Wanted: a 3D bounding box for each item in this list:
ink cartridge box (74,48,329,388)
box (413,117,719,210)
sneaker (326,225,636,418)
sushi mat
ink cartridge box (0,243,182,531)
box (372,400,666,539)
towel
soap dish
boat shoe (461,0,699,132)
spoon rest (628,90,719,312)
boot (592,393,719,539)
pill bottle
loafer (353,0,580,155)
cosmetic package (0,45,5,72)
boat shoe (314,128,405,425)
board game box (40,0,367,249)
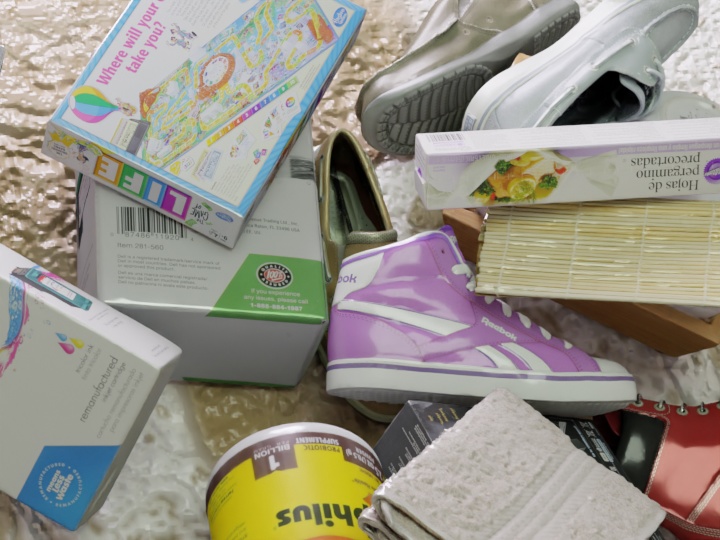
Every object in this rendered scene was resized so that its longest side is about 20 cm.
[{"bbox_3d":[-0.105,-0.035,1.746,0.146,0.084,0.200,5,54,-14],"label":"ink cartridge box"},{"bbox_3d":[0.133,-0.066,1.710,0.199,0.039,0.041,-4,24,-9],"label":"box"},{"bbox_3d":[0.080,0.030,1.708,0.200,0.073,0.115,9,75,-17],"label":"sneaker"},{"bbox_3d":[0.171,-0.014,1.691,0.199,0.012,0.096,3,46,6],"label":"sushi mat"},{"bbox_3d":[-0.221,0.051,1.627,0.200,0.116,0.067,29,12,4],"label":"ink cartridge box"},{"bbox_3d":[0.116,0.169,1.639,0.157,0.050,0.200,8,39,-40],"label":"box"},{"bbox_3d":[0.090,0.139,1.571,0.132,0.035,0.200,39,30,9],"label":"towel"},{"bbox_3d":[0.165,-0.041,1.835,0.200,0.081,0.158,25,53,1],"label":"soap dish"},{"bbox_3d":[0.158,-0.120,1.786,0.201,0.070,0.071,-34,54,-25],"label":"boat shoe"},{"bbox_3d":[0.214,-0.044,1.776,0.099,0.061,0.200,10,42,-12],"label":"spoon rest"},{"bbox_3d":[0.232,0.089,1.777,0.144,0.072,0.200,29,57,5],"label":"boot"},{"bbox_3d":[-0.025,0.192,1.581,0.109,0.109,0.200,2,44,-15],"label":"pill bottle"},{"bbox_3d":[0.063,-0.144,1.888,0.200,0.075,0.070,-30,58,-36],"label":"loafer"},{"bbox_3d":[-0.330,-0.107,1.715,0.200,0.107,0.090,12,54,-6],"label":"cosmetic package"},{"bbox_3d":[0.000,0.000,1.760,0.072,0.076,0.200,-8,60,-23],"label":"boat shoe"},{"bbox_3d":[-0.096,-0.120,1.734,0.134,0.034,0.200,27,52,3],"label":"board game box"}]
